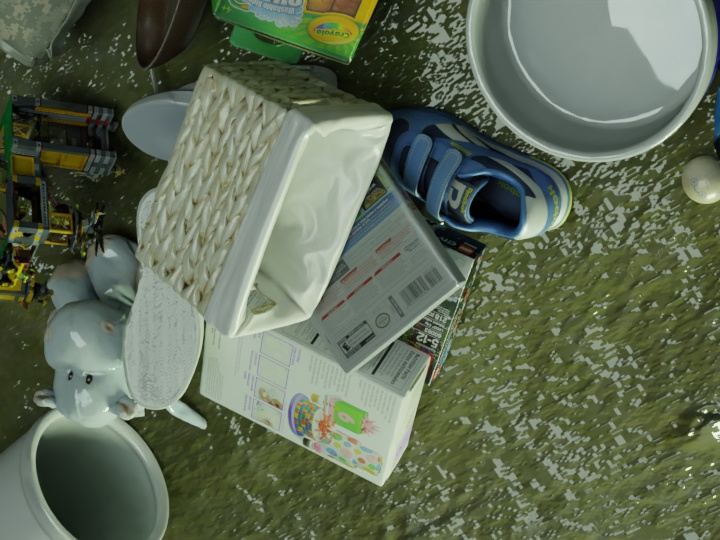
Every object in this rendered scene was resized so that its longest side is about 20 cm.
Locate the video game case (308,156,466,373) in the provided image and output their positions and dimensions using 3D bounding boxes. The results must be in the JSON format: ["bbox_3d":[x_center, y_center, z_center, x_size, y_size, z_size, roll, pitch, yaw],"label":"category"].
[{"bbox_3d":[-0.016,-0.032,1.508,0.143,0.018,0.200,-40,79,30],"label":"video game case"}]

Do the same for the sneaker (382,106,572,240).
[{"bbox_3d":[0.078,-0.082,1.501,0.200,0.082,0.074,21,118,17],"label":"sneaker"}]

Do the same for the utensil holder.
[{"bbox_3d":[-0.318,0.252,1.761,0.200,0.170,0.170,-35,94,32],"label":"utensil holder"}]

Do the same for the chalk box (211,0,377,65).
[{"bbox_3d":[-0.048,-0.257,1.441,0.124,0.124,0.200,16,119,-14],"label":"chalk box"}]

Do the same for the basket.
[{"bbox_3d":[-0.084,-0.065,1.453,0.123,0.135,0.200,32,112,25],"label":"basket"}]

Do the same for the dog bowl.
[{"bbox_3d":[0.190,-0.193,1.409,0.199,0.079,0.201,9,114,21],"label":"dog bowl"}]

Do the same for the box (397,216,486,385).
[{"bbox_3d":[0.000,0.000,1.593,0.200,0.038,0.137,25,118,13],"label":"box"}]

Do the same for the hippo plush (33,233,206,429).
[{"bbox_3d":[-0.254,0.079,1.665,0.159,0.161,0.201,7,113,21],"label":"hippo plush"}]

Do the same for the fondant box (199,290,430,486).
[{"bbox_3d":[-0.045,0.096,1.612,0.200,0.058,0.144,27,141,12],"label":"fondant box"}]

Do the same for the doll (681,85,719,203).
[{"bbox_3d":[0.336,-0.113,1.393,0.200,0.048,0.137,-33,104,37],"label":"doll"}]

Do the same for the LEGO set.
[{"bbox_3d":[-0.278,-0.063,1.632,0.116,0.200,0.154,6,137,-22],"label":"LEGO set"}]

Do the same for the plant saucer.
[{"bbox_3d":[-0.149,-0.264,1.486,0.032,0.200,0.201,12,120,-18],"label":"plant saucer"}]

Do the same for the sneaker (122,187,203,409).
[{"bbox_3d":[-0.166,0.019,1.601,0.073,0.116,0.201,7,98,6],"label":"sneaker"}]

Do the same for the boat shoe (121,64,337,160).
[{"bbox_3d":[-0.113,-0.143,1.572,0.199,0.065,0.074,-1,129,18],"label":"boat shoe"}]

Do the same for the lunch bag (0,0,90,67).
[{"bbox_3d":[-0.307,-0.300,1.565,0.200,0.118,0.164,43,120,8],"label":"lunch bag"}]

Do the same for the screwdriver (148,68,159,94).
[{"bbox_3d":[-0.171,-0.096,1.638,0.029,0.028,0.201,-7,109,-6],"label":"screwdriver"}]
